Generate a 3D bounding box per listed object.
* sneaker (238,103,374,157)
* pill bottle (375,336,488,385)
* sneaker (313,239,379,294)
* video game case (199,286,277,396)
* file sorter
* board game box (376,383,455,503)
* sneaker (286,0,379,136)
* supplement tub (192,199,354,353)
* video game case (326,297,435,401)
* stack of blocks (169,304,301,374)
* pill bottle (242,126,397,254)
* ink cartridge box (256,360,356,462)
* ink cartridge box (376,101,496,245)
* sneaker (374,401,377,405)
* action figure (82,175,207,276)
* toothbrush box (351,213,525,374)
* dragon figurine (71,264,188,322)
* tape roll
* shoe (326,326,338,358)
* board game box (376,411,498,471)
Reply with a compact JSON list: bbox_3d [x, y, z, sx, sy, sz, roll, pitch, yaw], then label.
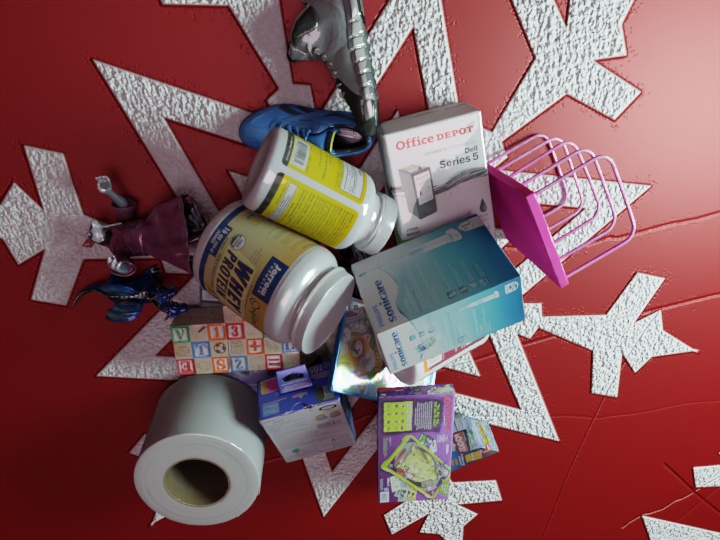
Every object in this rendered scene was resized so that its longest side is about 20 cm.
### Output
[{"bbox_3d":[-0.076,-0.194,0.798,0.194,0.079,0.068,1,115,-4],"label":"sneaker"},{"bbox_3d":[0.129,0.082,0.877,0.197,0.114,0.117,-24,116,-24],"label":"pill bottle"},{"bbox_3d":[0.000,0.000,0.886,0.199,0.075,0.081,37,105,-19],"label":"sneaker"},{"bbox_3d":[-0.199,0.121,0.949,0.139,0.019,0.205,4,113,-6],"label":"video game case"},{"bbox_3d":[0.272,-0.100,0.803,0.123,0.201,0.141,-28,113,4],"label":"file sorter"},{"bbox_3d":[0.083,0.270,0.873,0.116,0.032,0.205,0,113,0],"label":"board game box"},{"bbox_3d":[-0.040,-0.275,0.765,0.112,0.075,0.206,-9,92,8],"label":"sneaker"},{"bbox_3d":[-0.120,0.009,0.791,0.198,0.144,0.147,32,110,17],"label":"supplement tub"},{"bbox_3d":[0.044,0.137,0.908,0.196,0.018,0.147,19,75,-30],"label":"video game case"},{"bbox_3d":[-0.194,0.095,0.897,0.194,0.059,0.118,-3,113,-3],"label":"stack of blocks"},{"bbox_3d":[-0.051,-0.099,0.768,0.197,0.113,0.114,24,109,-23],"label":"pill bottle"},{"bbox_3d":[-0.088,0.229,0.930,0.133,0.078,0.202,-14,141,0],"label":"ink cartridge box"},{"bbox_3d":[0.113,-0.127,0.837,0.142,0.084,0.205,-14,113,0],"label":"ink cartridge box"},{"bbox_3d":[0.077,0.233,0.980,0.198,0.091,0.067,36,107,-18],"label":"sneaker"},{"bbox_3d":[-0.317,-0.056,0.840,0.194,0.149,0.138,-1,80,14],"label":"action figure"},{"bbox_3d":[0.100,0.028,0.766,0.196,0.148,0.086,-21,130,-2],"label":"toothbrush box"},{"bbox_3d":[-0.357,0.039,0.856,0.194,0.100,0.060,-3,113,-4],"label":"dragon figurine"},{"bbox_3d":[-0.258,0.297,0.939,0.197,0.140,0.207,-1,119,-2],"label":"tape roll"},{"bbox_3d":[-0.058,0.056,0.905,0.052,0.070,0.203,-24,115,-3],"label":"shoe"},{"bbox_3d":[0.137,0.301,0.984,0.195,0.063,0.202,-19,142,1],"label":"board game box"}]
